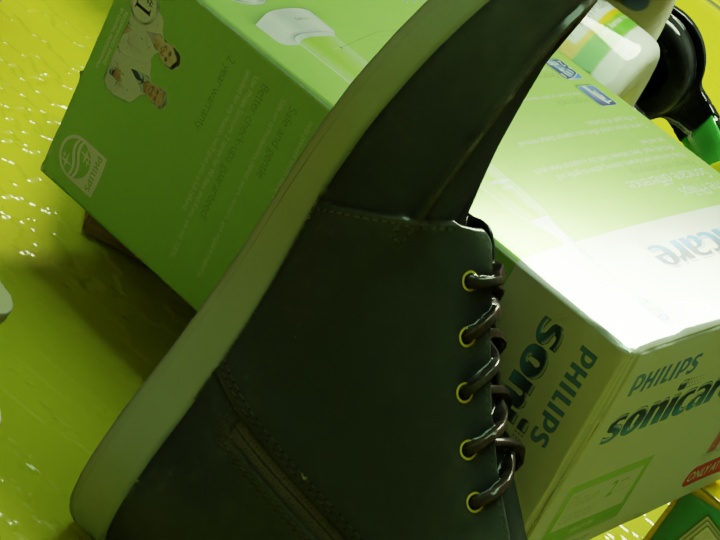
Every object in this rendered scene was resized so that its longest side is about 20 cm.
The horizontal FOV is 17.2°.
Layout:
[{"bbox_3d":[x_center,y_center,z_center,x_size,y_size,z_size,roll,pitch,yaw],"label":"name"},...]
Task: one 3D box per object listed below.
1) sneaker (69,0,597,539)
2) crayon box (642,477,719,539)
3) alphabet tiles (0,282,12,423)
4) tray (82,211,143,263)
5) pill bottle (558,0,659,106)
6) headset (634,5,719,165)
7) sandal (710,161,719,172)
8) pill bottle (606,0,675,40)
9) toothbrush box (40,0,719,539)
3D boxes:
[{"bbox_3d":[0.023,0.014,0.613,0.106,0.201,0.075,36,10,6],"label":"sneaker"},{"bbox_3d":[0.201,0.138,0.811,0.200,0.058,0.172,41,21,17],"label":"crayon box"},{"bbox_3d":[-0.185,-0.019,0.625,0.196,0.015,0.199,47,23,29],"label":"alphabet tiles"},{"bbox_3d":[0.000,0.000,0.844,0.199,0.037,0.099,29,20,-14],"label":"tray"},{"bbox_3d":[0.016,-0.107,1.002,0.200,0.111,0.111,37,20,8],"label":"pill bottle"},{"bbox_3d":[0.125,-0.112,1.279,0.123,0.094,0.201,14,43,-53],"label":"headset"},{"bbox_3d":[0.241,-0.009,1.105,0.199,0.080,0.087,8,-24,48],"label":"sandal"},{"bbox_3d":[0.038,-0.145,1.120,0.199,0.114,0.114,33,20,-6],"label":"pill bottle"},{"bbox_3d":[0.026,-0.015,0.731,0.200,0.086,0.145,39,28,24],"label":"toothbrush box"}]
